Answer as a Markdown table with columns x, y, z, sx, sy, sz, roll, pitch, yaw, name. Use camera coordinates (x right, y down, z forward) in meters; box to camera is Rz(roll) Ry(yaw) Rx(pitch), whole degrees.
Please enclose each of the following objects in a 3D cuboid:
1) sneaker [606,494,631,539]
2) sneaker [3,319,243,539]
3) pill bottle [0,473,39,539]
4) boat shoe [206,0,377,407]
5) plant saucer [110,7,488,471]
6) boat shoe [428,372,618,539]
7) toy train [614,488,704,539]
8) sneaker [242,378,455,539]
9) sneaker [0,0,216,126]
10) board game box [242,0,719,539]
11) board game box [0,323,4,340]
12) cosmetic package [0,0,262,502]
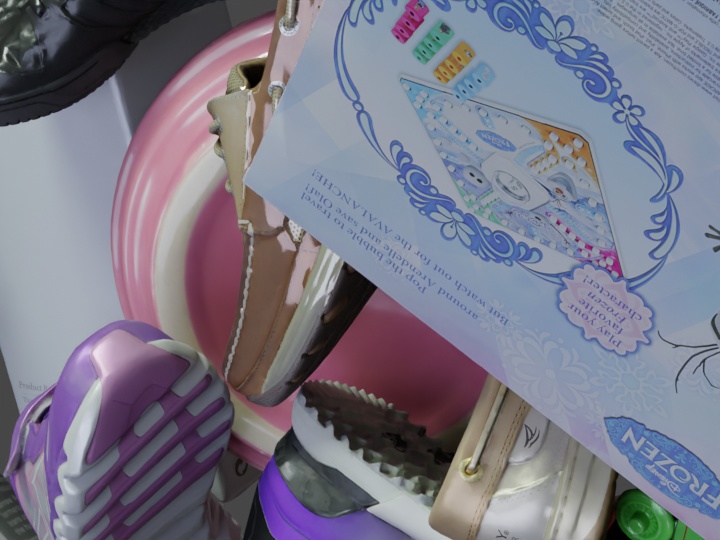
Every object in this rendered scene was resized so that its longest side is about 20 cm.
| x | y | z | sx | sy | sz | roll | pitch | yaw | name |
| --- | --- | --- | --- | --- | --- | --- | --- | --- | --- |
| 0.060 | 0.120 | 1.070 | 0.116 | 0.200 | 0.078 | -44 | 124 | 8 | sneaker |
| -0.099 | 0.072 | 1.048 | 0.088 | 0.080 | 0.201 | 46 | 160 | 22 | sneaker |
| -0.211 | 0.129 | 1.276 | 0.200 | 0.114 | 0.114 | 47 | 133 | 9 | pill bottle |
| -0.014 | -0.048 | 0.951 | 0.071 | 0.076 | 0.201 | 26 | 114 | 13 | boat shoe |
| 0.000 | 0.000 | 1.029 | 0.199 | 0.051 | 0.202 | 4 | 112 | 10 | plant saucer |
| 0.065 | 0.002 | 0.946 | 0.069 | 0.201 | 0.074 | 10 | 162 | 3 | boat shoe |
| 0.122 | 0.044 | 0.907 | 0.056 | 0.042 | 0.201 | 25 | 131 | 22 | toy train |
| 0.028 | 0.135 | 0.974 | 0.200 | 0.069 | 0.100 | 44 | 111 | 34 | sneaker |
| -0.080 | -0.138 | 1.007 | 0.060 | 0.199 | 0.104 | 60 | 177 | 43 | sneaker |
| 0.077 | -0.034 | 0.809 | 0.200 | 0.043 | 0.199 | 38 | 142 | 7 | board game box |
| -0.194 | -0.020 | 1.121 | 0.034 | 0.200 | 0.135 | 3 | 115 | 37 | board game box |
| -0.096 | -0.013 | 1.131 | 0.112 | 0.081 | 0.201 | 4 | 115 | 37 | cosmetic package |
